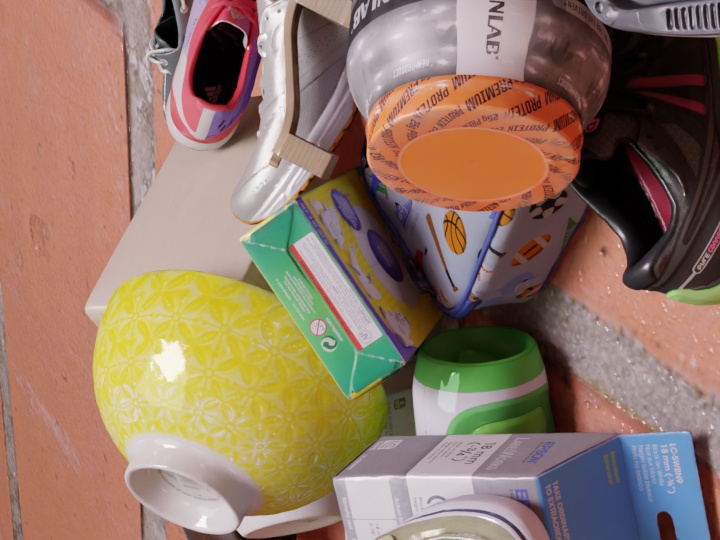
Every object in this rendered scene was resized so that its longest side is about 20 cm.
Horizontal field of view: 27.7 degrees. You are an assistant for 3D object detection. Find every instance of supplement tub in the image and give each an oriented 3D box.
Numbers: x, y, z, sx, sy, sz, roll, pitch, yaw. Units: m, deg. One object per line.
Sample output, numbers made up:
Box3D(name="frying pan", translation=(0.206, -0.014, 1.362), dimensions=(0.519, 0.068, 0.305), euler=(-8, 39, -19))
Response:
Box3D(name="supplement tub", translation=(0.058, -0.137, 0.687), dimensions=(0.123, 0.122, 0.201), euler=(136, 143, -58))

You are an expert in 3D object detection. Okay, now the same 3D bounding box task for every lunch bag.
Box3D(name="lunch bag", translation=(0.066, -0.077, 0.860), dimensions=(0.160, 0.075, 0.200), euler=(60, 147, 30))

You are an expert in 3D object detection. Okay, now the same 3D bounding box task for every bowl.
Box3D(name="bowl", translation=(-0.093, 0.103, 0.936), dimensions=(0.200, 0.108, 0.200), euler=(16, 145, 12))

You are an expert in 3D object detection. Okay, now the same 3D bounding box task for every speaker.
Box3D(name="speaker", translation=(0.080, 0.140, 0.920), dimensions=(0.088, 0.088, 0.201), euler=(21, 120, 56))

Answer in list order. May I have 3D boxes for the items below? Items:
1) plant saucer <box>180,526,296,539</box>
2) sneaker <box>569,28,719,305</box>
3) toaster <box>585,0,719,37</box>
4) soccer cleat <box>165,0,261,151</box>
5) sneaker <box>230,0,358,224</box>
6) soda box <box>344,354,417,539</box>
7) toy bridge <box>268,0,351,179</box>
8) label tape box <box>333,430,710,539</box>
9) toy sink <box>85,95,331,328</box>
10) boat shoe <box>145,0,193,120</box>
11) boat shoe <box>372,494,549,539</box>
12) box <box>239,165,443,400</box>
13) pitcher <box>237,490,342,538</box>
Box3D(name="plant saucer", translation=(-0.103, 0.184, 1.218), dimensions=(0.200, 0.032, 0.200), euler=(59, -165, -27))
Box3D(name="sneaker", translation=(0.136, -0.079, 0.712), dimensions=(0.077, 0.084, 0.200), euler=(127, 133, -56))
Box3D(name="toaster", translation=(0.172, -0.155, 0.574), dimensions=(0.200, 0.129, 0.114), euler=(4, 106, 59))
Box3D(name="soccer cleat", translation=(-0.088, -0.184, 1.025), dimensions=(0.073, 0.068, 0.201), euler=(146, 138, -70))
Box3D(name="sneaker", translation=(-0.039, -0.126, 0.921), dimensions=(0.200, 0.092, 0.076), euler=(-58, 3, 8))
Box3D(name="soda box", translation=(0.030, 0.164, 1.038), dimensions=(0.064, 0.068, 0.201), euler=(23, 123, 54))
Box3D(name="toy bridge", translation=(-0.009, -0.152, 0.866), dimensions=(0.200, 0.067, 0.027), euler=(-63, -6, 5))
Box3D(name="label tape box", translation=(0.095, 0.170, 0.830), dimensions=(0.200, 0.063, 0.145), euler=(-6, 104, 32))
Box3D(name="toy sink", translation=(-0.080, -0.016, 1.041), dimensions=(0.130, 0.200, 0.112), euler=(-2, 139, 32))
Box3D(name="boat shoe", translation=(-0.152, -0.196, 1.201), dimensions=(0.073, 0.062, 0.200), euler=(53, 144, 35))
Box3D(name="boat shoe", translation=(0.015, 0.183, 0.805), dimensions=(0.200, 0.062, 0.072), euler=(-30, 89, 33))
Box3D(name="box", translation=(0.000, 0.000, 0.920), dimensions=(0.117, 0.048, 0.200), euler=(56, -166, -2))
Box3D(name="pitcher", translation=(-0.053, 0.093, 1.122), dimensions=(0.171, 0.121, 0.201), euler=(-28, 67, 45))
